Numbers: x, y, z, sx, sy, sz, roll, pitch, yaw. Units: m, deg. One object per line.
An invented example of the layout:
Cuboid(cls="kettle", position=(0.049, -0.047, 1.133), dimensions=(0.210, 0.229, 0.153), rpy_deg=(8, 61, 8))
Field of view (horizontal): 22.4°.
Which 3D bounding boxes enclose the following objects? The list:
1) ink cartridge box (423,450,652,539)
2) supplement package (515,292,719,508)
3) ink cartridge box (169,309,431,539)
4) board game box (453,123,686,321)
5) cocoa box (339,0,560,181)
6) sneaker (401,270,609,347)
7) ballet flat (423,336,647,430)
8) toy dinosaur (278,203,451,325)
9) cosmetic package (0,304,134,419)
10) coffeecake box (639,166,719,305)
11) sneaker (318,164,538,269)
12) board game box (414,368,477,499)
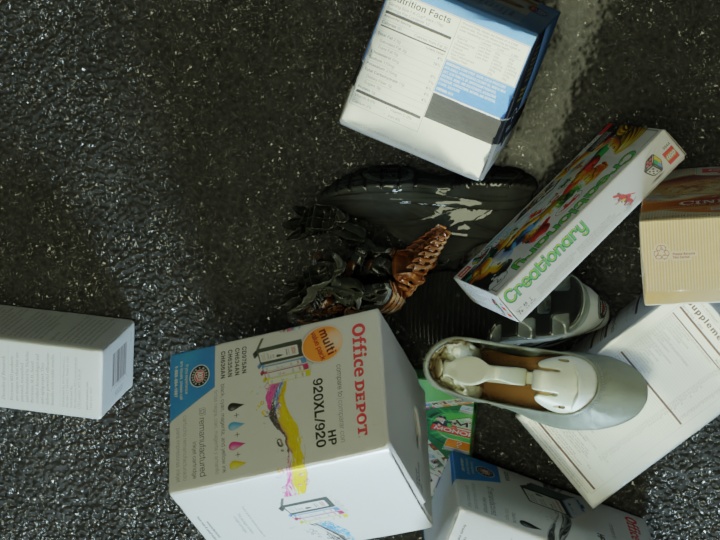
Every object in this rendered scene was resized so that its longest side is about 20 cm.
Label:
Cuboid(cls="ink cartridge box", position=(0.162, 0.254, 1.641), dimensions=(0.199, 0.147, 0.086), rpy_deg=(19, 104, -5))
Cuboid(cls="supplement package", position=(0.253, 0.097, 1.619), dimensions=(0.200, 0.110, 0.114), rpy_deg=(-39, 93, 17))
Cuboid(cls="ink cartridge box", position=(-0.051, 0.148, 1.609), dimensions=(0.199, 0.148, 0.145), rpy_deg=(-13, 143, 12))
Cuboid(cls="board game box", position=(0.176, -0.044, 1.555), dimensions=(0.200, 0.126, 0.035), rpy_deg=(-45, 105, -6))
Cuboid(cls="cocoa box", position=(0.080, -0.175, 1.537), dimensions=(0.133, 0.200, 0.132), rpy_deg=(23, 107, 5))
Cuboid(cls="sneaker", position=(0.133, 0.043, 1.652), dimensions=(0.199, 0.088, 0.075), rpy_deg=(1, 80, 35))
Cuboid(cls="ballet flat", position=(0.145, 0.096, 1.559), dimensions=(0.199, 0.064, 0.068), rpy_deg=(7, 85, 29))
Cuboid(cls="toy dinosaur", position=(0.000, 0.000, 1.636), dimensions=(0.135, 0.102, 0.200), rpy_deg=(26, 120, -35))
Cuboid(cls="cosmetic package", position=(-0.325, 0.083, 1.733), dimensions=(0.199, 0.101, 0.072), rpy_deg=(7, 106, 10))
Cuboid(cls="coffeecake box", position=(0.315, -0.034, 1.527), dimensions=(0.152, 0.200, 0.074), rpy_deg=(-3, 104, 11))
Cuboid(cls="sneaker", position=(0.060, -0.047, 1.642), dimensions=(0.199, 0.076, 0.091), rpy_deg=(3, 109, 12))
Cuboid(cls="board game box", position=(0.009, 0.156, 1.724), dimensions=(0.199, 0.029, 0.135), rpy_deg=(7, 104, 9))
